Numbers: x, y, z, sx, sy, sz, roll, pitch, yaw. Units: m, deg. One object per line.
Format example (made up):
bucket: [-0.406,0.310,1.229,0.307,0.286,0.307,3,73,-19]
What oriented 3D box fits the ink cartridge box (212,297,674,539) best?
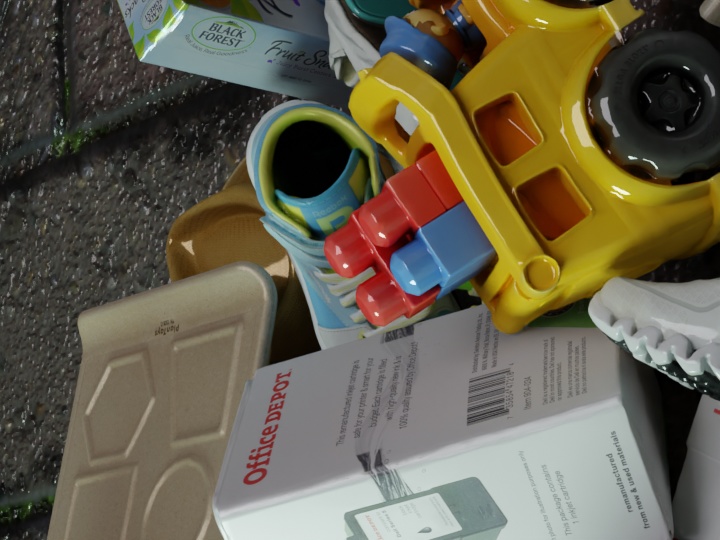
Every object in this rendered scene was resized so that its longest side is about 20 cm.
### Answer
ink cartridge box: [0.043,0.088,1.063,0.200,0.146,0.084,-17,112,13]

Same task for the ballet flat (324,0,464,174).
ballet flat: [0.015,-0.108,1.166,0.069,0.069,0.200,-55,36,27]

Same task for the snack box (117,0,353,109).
snack box: [-0.055,-0.168,1.250,0.053,0.200,0.142,-46,52,32]

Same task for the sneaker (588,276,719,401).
sneaker: [0.194,0.025,0.934,0.200,0.075,0.081,13,83,31]

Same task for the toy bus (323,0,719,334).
toy bus: [0.060,-0.068,1.024,0.200,0.192,0.136,60,171,8]

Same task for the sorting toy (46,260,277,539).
sorting toy: [-0.111,0.108,1.225,0.185,0.036,0.200,-17,63,48]

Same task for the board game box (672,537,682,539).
board game box: [0.136,0.199,1.042,0.200,0.040,0.153,9,116,52]

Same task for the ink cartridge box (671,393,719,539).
ink cartridge box: [0.226,0.049,0.997,0.117,0.067,0.200,27,103,45]

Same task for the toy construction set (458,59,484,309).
toy construction set: [0.084,-0.052,1.168,0.131,0.092,0.200,107,153,-49]

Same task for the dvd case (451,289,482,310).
dvd case: [0.005,0.052,1.279,0.200,0.025,0.150,-45,53,35]

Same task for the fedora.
fedora: [-0.051,-0.001,1.269,0.201,0.082,0.201,-11,76,47]

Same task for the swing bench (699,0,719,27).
swing bench: [0.207,-0.242,1.027,0.199,0.130,0.200,-53,54,28]

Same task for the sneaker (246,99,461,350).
sneaker: [0.000,0.000,1.140,0.080,0.131,0.200,-32,89,-1]
